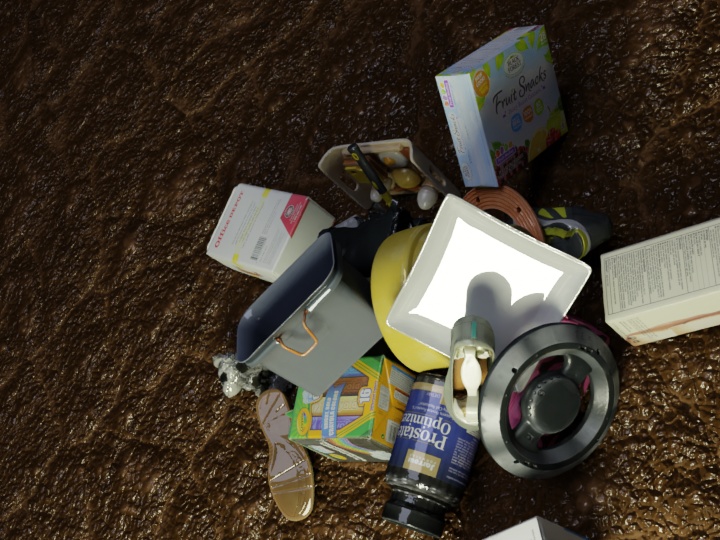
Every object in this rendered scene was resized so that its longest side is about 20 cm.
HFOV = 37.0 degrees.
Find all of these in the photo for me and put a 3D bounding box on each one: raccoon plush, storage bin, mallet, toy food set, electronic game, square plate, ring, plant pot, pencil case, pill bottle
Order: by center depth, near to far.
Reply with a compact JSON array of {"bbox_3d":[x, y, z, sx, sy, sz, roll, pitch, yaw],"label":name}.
[{"bbox_3d":[0.234,0.161,1.326,0.201,0.199,0.042,-56,26,0],"label":"electronic game"},{"bbox_3d":[0.156,0.029,1.337,0.201,0.196,0.028,-65,-3,27],"label":"square plate"},{"bbox_3d":[0.239,0.152,1.400,0.090,0.093,0.202,23,83,46],"label":"pencil case"},{"bbox_3d":[0.145,0.023,1.452,0.187,0.200,0.203,-17,56,37],"label":"plant pot"},{"bbox_3d":[0.098,0.250,1.456,0.111,0.112,0.202,4,69,43],"label":"pill bottle"},{"bbox_3d":[-0.056,0.076,1.477,0.200,0.134,0.146,-45,25,19],"label":"storage bin"},{"bbox_3d":[0.196,-0.023,1.532,0.199,0.019,0.203,17,111,51],"label":"ring"},{"bbox_3d":[0.032,-0.115,1.672,0.065,0.200,0.041,-13,37,47],"label":"mallet"},{"bbox_3d":[0.046,-0.140,1.702,0.198,0.143,0.061,0,63,41],"label":"toy food set"},{"bbox_3d":[-0.152,0.138,1.794,0.199,0.097,0.134,-37,24,-22],"label":"raccoon plush"}]

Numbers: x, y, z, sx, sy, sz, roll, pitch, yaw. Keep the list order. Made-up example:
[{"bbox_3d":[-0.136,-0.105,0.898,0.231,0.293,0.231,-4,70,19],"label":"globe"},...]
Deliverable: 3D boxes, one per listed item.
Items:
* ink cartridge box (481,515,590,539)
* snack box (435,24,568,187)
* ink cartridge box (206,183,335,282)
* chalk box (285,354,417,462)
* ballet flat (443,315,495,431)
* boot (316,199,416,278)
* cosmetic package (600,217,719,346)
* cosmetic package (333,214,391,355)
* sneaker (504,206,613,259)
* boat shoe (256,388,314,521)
[{"bbox_3d":[0.172,0.380,1.289,0.199,0.146,0.087,-32,50,25],"label":"ink cartridge box"},{"bbox_3d":[0.206,-0.236,1.537,0.067,0.170,0.200,3,29,42],"label":"snack box"},{"bbox_3d":[-0.159,-0.062,1.886,0.199,0.083,0.147,16,77,45],"label":"ink cartridge box"},{"bbox_3d":[-0.018,0.205,1.577,0.198,0.124,0.125,-6,63,38],"label":"chalk box"},{"bbox_3d":[0.136,0.145,1.337,0.066,0.202,0.064,-1,39,5],"label":"ballet flat"},{"bbox_3d":[0.000,0.001,1.566,0.161,0.073,0.200,-13,55,37],"label":"boot"},{"bbox_3d":[0.407,0.012,1.333,0.198,0.087,0.105,-18,54,35],"label":"cosmetic package"},{"bbox_3d":[0.005,0.028,1.673,0.090,0.107,0.202,-26,50,29],"label":"cosmetic package"},{"bbox_3d":[0.276,-0.054,1.511,0.084,0.075,0.200,-17,18,-22],"label":"sneaker"},{"bbox_3d":[-0.108,0.283,1.657,0.071,0.072,0.202,-21,73,11],"label":"boat shoe"}]
